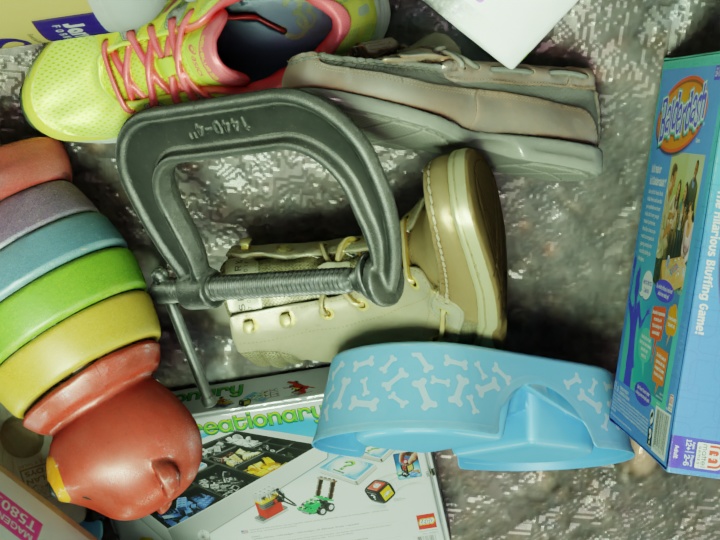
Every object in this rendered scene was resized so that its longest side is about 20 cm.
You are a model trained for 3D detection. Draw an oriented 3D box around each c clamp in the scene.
[{"bbox_3d":[-0.048,-0.014,0.934,0.200,0.027,0.171,-10,113,45],"label":"c clamp"}]

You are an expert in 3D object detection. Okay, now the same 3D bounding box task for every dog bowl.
[{"bbox_3d":[0.064,0.077,1.019,0.200,0.050,0.111,11,162,-38],"label":"dog bowl"}]

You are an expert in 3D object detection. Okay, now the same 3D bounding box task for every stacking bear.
[{"bbox_3d":[-0.157,0.041,0.978,0.114,0.121,0.200,-28,82,-23],"label":"stacking bear"}]

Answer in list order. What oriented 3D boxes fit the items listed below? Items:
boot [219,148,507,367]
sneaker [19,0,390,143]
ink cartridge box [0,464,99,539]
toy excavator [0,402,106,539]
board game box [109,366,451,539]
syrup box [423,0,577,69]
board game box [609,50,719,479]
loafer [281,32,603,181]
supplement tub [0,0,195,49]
[{"bbox_3d":[0.000,0.000,0.983,0.155,0.073,0.200,-1,158,6],"label":"boot"},{"bbox_3d":[-0.086,-0.113,0.943,0.199,0.090,0.078,-18,102,9],"label":"sneaker"},{"bbox_3d":[-0.227,0.175,0.952,0.200,0.075,0.165,41,114,-16],"label":"ink cartridge box"},{"bbox_3d":[-0.208,0.151,1.089,0.100,0.200,0.195,-16,79,-27],"label":"toy excavator"},{"bbox_3d":[-0.054,0.125,1.109,0.199,0.035,0.127,-9,119,7],"label":"board game box"},{"bbox_3d":[0.026,-0.197,0.906,0.200,0.082,0.079,37,115,-15],"label":"syrup box"},{"bbox_3d":[0.173,-0.008,0.926,0.045,0.152,0.201,7,95,-3],"label":"board game box"},{"bbox_3d":[0.044,-0.091,0.941,0.200,0.072,0.063,11,82,-37],"label":"loafer"},{"bbox_3d":[-0.170,-0.180,0.885,0.199,0.146,0.146,-7,118,6],"label":"supplement tub"}]
